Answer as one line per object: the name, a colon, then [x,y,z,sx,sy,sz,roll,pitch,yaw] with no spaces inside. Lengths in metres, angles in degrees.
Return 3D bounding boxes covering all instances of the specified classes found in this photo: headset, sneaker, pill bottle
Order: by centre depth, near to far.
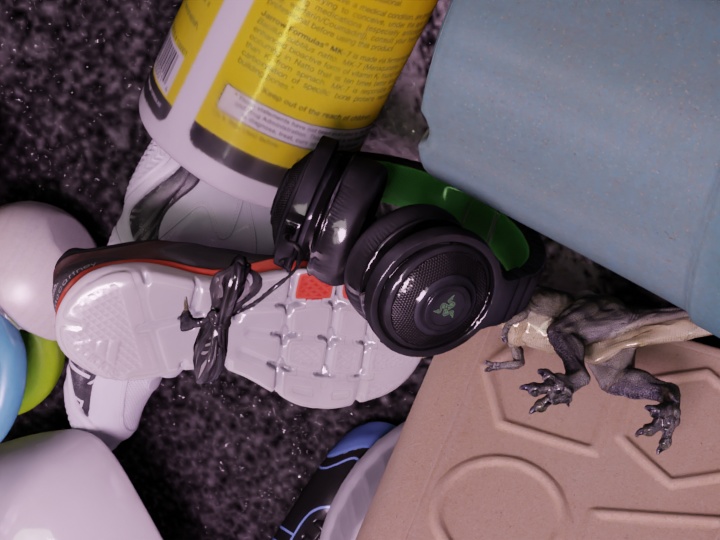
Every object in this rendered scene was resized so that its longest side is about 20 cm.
headset: [0.000,0.000,1.025,0.123,0.200,0.094,35,117,29]
pill bottle: [-0.021,-0.140,1.078,0.114,0.114,0.200,31,116,4]
sneaker: [-0.061,0.012,1.094,0.199,0.082,0.077,9,113,-26]
sneaker: [-0.084,0.025,1.179,0.114,0.075,0.201,24,112,9]
sneaker: [-0.027,0.177,1.217,0.070,0.078,0.201,30,116,4]

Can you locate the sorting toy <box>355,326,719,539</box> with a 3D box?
sorting toy: [0.113,0.102,1.057,0.199,0.186,0.037,13,142,16]

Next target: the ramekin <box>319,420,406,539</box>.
ramekin: [0.074,0.171,1.138,0.199,0.098,0.202,0,95,0]

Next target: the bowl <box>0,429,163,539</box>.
bowl: [-0.181,0.200,1.230,0.200,0.075,0.200,-21,97,49]

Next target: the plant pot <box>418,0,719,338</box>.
plant pot: [0.144,-0.078,1.018,0.195,0.200,0.201,24,115,15]

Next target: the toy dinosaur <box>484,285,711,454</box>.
toy dinosaur: [0.117,0.040,1.055,0.199,0.088,0.048,3,129,3]

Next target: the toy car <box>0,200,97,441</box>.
toy car: [-0.248,0.022,1.174,0.175,0.150,0.200,-36,114,24]
